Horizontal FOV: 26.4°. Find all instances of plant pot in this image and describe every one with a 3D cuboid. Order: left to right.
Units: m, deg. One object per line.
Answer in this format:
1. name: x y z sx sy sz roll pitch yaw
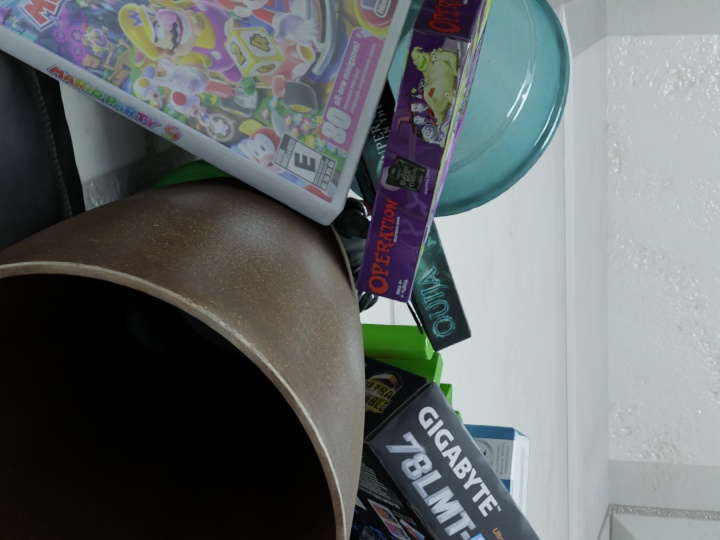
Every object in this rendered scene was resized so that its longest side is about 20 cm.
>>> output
1. plant pot: -0.073 0.040 0.630 0.200 0.185 0.188 -62 149 -61
2. plant pot: 0.020 -0.161 1.046 0.196 0.199 0.202 34 59 -61

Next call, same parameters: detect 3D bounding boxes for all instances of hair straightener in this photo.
1. hair straightener: 0.000 0.000 0.796 0.200 0.041 0.078 -171 -106 -81

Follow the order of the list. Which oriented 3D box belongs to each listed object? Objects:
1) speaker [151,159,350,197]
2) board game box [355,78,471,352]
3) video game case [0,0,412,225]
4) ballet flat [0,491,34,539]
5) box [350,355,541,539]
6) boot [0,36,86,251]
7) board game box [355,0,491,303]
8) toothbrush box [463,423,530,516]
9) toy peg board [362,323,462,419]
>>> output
1. speaker: -0.061 -0.023 0.933 0.200 0.088 0.089 -3 94 -73
2. board game box: 0.007 -0.069 0.860 0.136 0.028 0.201 -114 -177 -54
3. video game case: -0.078 -0.122 0.655 0.018 0.199 0.144 -44 -158 51
4. ballet flat: -0.142 0.138 0.711 0.200 0.067 0.064 55 33 -64
5. box: 0.024 0.125 0.774 0.050 0.200 0.199 -41 111 -17
6. boot: -0.142 -0.041 0.707 0.182 0.072 0.201 -63 144 -54
7. board game box: 0.037 -0.085 0.702 0.200 0.032 0.121 -70 169 -62
8. toothbrush box: 0.001 0.167 0.957 0.085 0.198 0.148 41 51 -74
9. toy peg board: 0.009 0.142 1.164 0.201 0.097 0.200 68 28 -52
